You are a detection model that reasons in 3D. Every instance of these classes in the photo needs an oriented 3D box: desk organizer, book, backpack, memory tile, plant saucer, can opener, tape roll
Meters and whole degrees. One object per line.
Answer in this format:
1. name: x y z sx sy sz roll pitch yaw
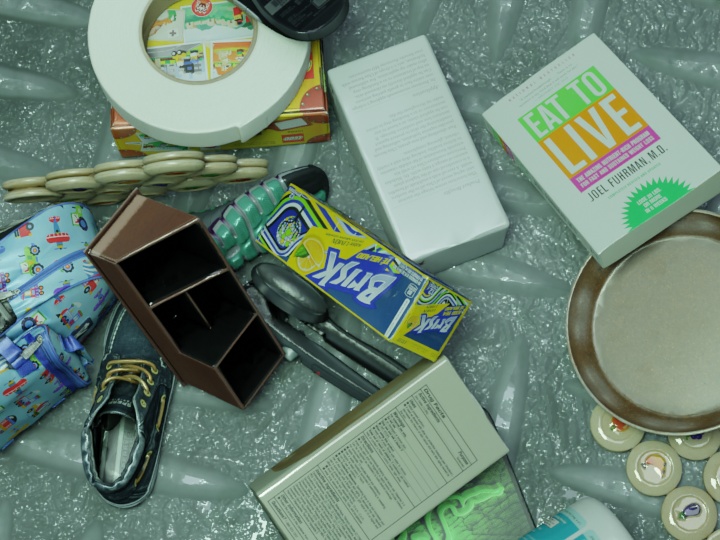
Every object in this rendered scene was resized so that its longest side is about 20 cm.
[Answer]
1. desk organizer: -0.143 0.029 1.317 0.077 0.200 0.072 21 64 35
2. book: 0.217 -0.108 1.412 0.133 0.048 0.200 -34 54 -3
3. backpack: -0.289 0.041 1.341 0.200 0.183 0.135 -37 76 -13
4. memory tile: -0.195 -0.078 1.356 0.199 0.153 0.017 -7 87 27
5. plant saucer: 0.280 0.047 1.367 0.200 0.034 0.201 -6 75 21
6. can opener: -0.027 0.071 1.391 0.200 0.079 0.063 41 86 -1
7. tape roll: -0.144 -0.209 1.405 0.202 0.037 0.204 0 72 0
8. memory tile: 0.312 0.163 1.379 0.153 0.017 0.200 -37 77 -9

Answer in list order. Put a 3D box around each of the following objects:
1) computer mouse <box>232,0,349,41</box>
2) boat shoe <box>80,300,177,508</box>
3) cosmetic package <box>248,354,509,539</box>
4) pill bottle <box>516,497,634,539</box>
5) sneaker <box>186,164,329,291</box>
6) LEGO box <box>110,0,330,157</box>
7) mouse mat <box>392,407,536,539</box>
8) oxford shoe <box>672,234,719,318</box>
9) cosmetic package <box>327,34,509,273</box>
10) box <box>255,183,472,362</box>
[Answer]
1. computer mouse: -0.073 -0.285 1.390 0.200 0.046 0.140 37 72 16
2. boat shoe: -0.200 0.103 1.366 0.071 0.091 0.201 2 73 2
3. cosmetic package: 0.015 0.169 1.334 0.200 0.071 0.105 -34 95 -10
4. pill bottle: 0.140 0.284 1.297 0.200 0.111 0.111 -31 75 -8
5. sneaker: -0.124 -0.046 1.424 0.200 0.075 0.087 -36 47 -22
6. LEGO box: -0.132 -0.194 1.460 0.199 0.077 0.150 -4 73 -1
7. mouse mat: 0.047 0.223 1.371 0.199 0.008 0.161 -21 74 -4
8. oxford shoe: 0.365 0.047 1.390 0.200 0.071 0.071 34 84 21
9. cosmetic package: 0.051 -0.102 1.433 0.101 0.071 0.201 -20 74 -5
10. box: 0.000 0.000 1.351 0.200 0.070 0.064 35 95 43
